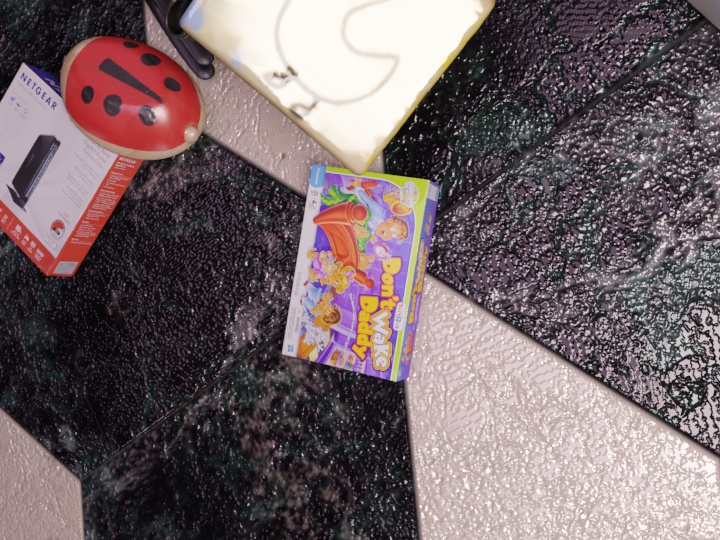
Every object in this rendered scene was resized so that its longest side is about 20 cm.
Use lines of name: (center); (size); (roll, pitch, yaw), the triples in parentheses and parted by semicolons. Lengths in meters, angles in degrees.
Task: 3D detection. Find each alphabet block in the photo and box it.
alphabet block: (-0.025, -0.240, 0.700); (0.199, 0.197, 0.196); (36, 105, -16)

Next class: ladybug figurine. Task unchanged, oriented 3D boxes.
ladybug figurine: (-0.266, -0.206, 0.878); (0.197, 0.072, 0.137); (28, 72, 14)

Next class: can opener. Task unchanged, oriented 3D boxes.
can opener: (-0.230, -0.308, 0.897); (0.078, 0.063, 0.201); (-35, 84, -11)

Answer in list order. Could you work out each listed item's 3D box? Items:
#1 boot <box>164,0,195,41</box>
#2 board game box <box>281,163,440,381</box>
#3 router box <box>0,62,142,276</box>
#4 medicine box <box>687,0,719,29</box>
boot: (-0.120, -0.320, 0.812); (0.067, 0.130, 0.202); (35, 100, 19)
board game box: (0.000, 0.000, 0.797); (0.132, 0.045, 0.205); (10, 91, 22)
router box: (-0.393, -0.126, 0.956); (0.199, 0.049, 0.181); (39, 102, 19)
medicine box: (0.330, -0.353, 0.651); (0.200, 0.103, 0.183); (-43, 74, 15)
